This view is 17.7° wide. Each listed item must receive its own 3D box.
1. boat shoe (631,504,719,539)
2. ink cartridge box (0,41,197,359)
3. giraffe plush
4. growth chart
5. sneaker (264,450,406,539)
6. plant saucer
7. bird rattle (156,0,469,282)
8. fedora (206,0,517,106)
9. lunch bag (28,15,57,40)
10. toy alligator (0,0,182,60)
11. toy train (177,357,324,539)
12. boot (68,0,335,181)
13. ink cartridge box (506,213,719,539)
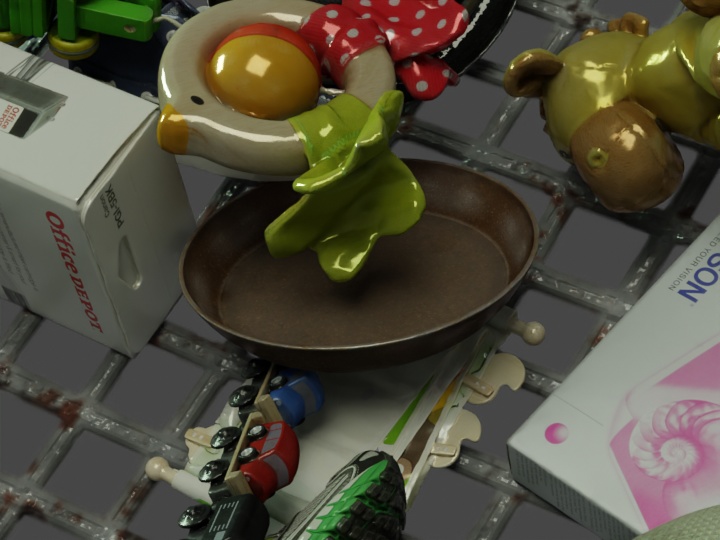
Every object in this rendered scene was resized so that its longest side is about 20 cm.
[{"bbox_3d":[0.124,0.187,1.122,0.200,0.062,0.075,-41,12,-3],"label":"boat shoe"},{"bbox_3d":[-0.199,-0.053,1.324,0.200,0.147,0.083,23,60,24],"label":"ink cartridge box"},{"bbox_3d":[0.170,-0.100,1.270,0.162,0.173,0.200,-23,33,18],"label":"giraffe plush"},{"bbox_3d":[-0.003,0.074,1.274,0.145,0.018,0.200,31,65,28],"label":"growth chart"},{"bbox_3d":[-0.057,0.159,1.180,0.200,0.078,0.085,-41,55,-13],"label":"sneaker"},{"bbox_3d":[0.000,0.000,1.280,0.200,0.035,0.200,-5,32,3],"label":"plant saucer"},{"bbox_3d":[-0.026,-0.106,1.252,0.163,0.113,0.200,10,54,0],"label":"bird rattle"},{"bbox_3d":[-0.002,-0.191,1.380,0.200,0.092,0.201,-1,80,7],"label":"fedora"},{"bbox_3d":[-0.196,-0.244,1.426,0.161,0.200,0.082,-29,54,-25],"label":"lunch bag"},{"bbox_3d":[-0.156,-0.159,1.333,0.199,0.059,0.054,7,46,2],"label":"toy alligator"},{"bbox_3d":[-0.054,0.097,1.192,0.046,0.034,0.200,-16,26,21],"label":"toy train"},{"bbox_3d":[-0.087,-0.112,1.364,0.199,0.091,0.073,7,32,20],"label":"boot"},{"bbox_3d":[0.213,0.082,1.212,0.200,0.043,0.196,32,65,30],"label":"ink cartridge box"}]
